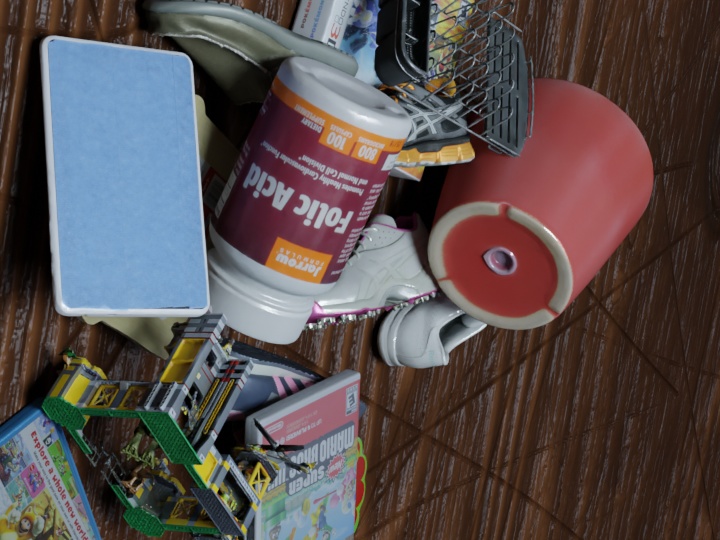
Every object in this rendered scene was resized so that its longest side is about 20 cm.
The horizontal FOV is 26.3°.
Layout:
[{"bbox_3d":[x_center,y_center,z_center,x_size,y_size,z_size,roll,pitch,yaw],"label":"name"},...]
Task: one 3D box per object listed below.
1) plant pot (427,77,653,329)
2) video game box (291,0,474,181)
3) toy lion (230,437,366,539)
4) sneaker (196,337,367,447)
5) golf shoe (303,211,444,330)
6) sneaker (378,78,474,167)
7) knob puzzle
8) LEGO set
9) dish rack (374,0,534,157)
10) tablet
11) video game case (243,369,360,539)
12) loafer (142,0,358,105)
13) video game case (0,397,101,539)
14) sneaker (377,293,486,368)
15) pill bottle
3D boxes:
[{"bbox_3d":[0.158,-0.054,1.445,0.178,0.198,0.202,-55,140,-46],"label":"plant pot"},{"bbox_3d":[0.013,-0.196,1.383,0.199,0.046,0.184,22,86,-53],"label":"video game box"},{"bbox_3d":[-0.062,0.238,1.415,0.191,0.068,0.202,29,78,-60],"label":"toy lion"},{"bbox_3d":[-0.075,0.119,1.356,0.199,0.070,0.083,24,90,-47],"label":"sneaker"},{"bbox_3d":[0.000,0.000,1.420,0.199,0.075,0.093,-15,91,-48],"label":"golf shoe"},{"bbox_3d":[0.025,-0.126,1.334,0.199,0.078,0.078,-10,98,-53],"label":"sneaker"},{"bbox_3d":[-0.177,-0.052,1.191,0.219,0.030,0.223,-22,118,-47],"label":"knob puzzle"},{"bbox_3d":[-0.139,0.112,1.195,0.201,0.152,0.117,56,44,-31],"label":"LEGO set"},{"bbox_3d":[0.092,-0.193,1.341,0.199,0.054,0.155,27,57,-36],"label":"dish rack"},{"bbox_3d":[-0.172,-0.067,1.125,0.129,0.014,0.203,2,79,-39],"label":"tablet"},{"bbox_3d":[-0.050,0.199,1.329,0.142,0.017,0.203,-22,120,-51],"label":"video game case"},{"bbox_3d":[-0.087,-0.165,1.218,0.198,0.075,0.070,16,94,-37],"label":"loafer"},{"bbox_3d":[-0.284,0.208,1.143,0.200,0.018,0.145,-40,130,-38],"label":"video game case"},{"bbox_3d":[0.100,0.023,1.526,0.201,0.088,0.076,-57,138,-31],"label":"sneaker"},{"bbox_3d":[-0.050,-0.053,1.203,0.114,0.114,0.202,4,117,-52],"label":"pill bottle"}]
